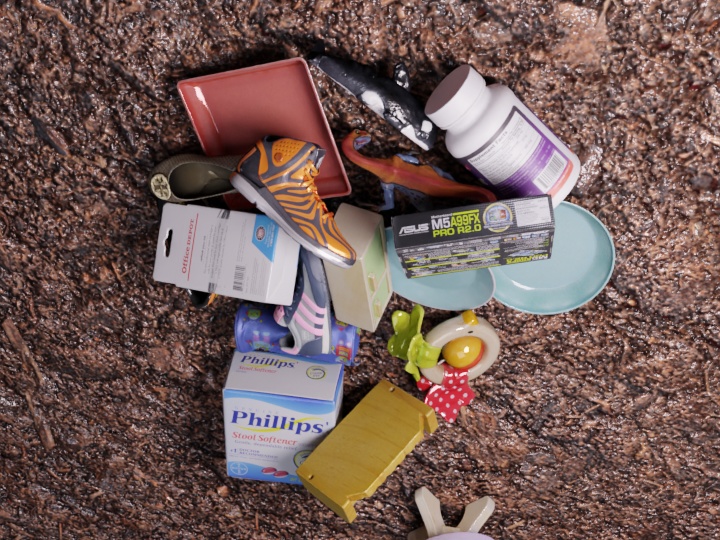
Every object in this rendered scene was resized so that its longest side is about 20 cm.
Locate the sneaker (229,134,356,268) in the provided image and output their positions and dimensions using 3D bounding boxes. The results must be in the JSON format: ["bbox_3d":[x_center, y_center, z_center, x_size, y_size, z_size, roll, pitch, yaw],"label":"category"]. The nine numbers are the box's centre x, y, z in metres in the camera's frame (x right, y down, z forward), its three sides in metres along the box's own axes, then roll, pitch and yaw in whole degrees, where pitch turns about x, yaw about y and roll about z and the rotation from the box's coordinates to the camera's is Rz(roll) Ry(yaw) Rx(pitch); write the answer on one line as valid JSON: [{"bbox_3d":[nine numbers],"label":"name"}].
[{"bbox_3d":[-0.064,-0.098,1.415,0.199,0.078,0.112,40,95,0],"label":"sneaker"}]

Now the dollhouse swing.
[{"bbox_3d":[0.031,0.309,1.719,0.181,0.200,0.177,25,154,49],"label":"dollhouse swing"}]

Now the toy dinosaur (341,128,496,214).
[{"bbox_3d":[0.067,-0.134,1.449,0.180,0.106,0.200,29,155,-17],"label":"toy dinosaur"}]

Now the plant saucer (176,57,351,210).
[{"bbox_3d":[-0.123,-0.185,1.481,0.197,0.037,0.202,-6,122,26],"label":"plant saucer"}]

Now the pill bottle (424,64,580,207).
[{"bbox_3d":[0.179,-0.167,1.422,0.200,0.112,0.111,40,123,-20],"label":"pill bottle"}]

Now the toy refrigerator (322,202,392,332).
[{"bbox_3d":[0.000,0.000,1.549,0.069,0.076,0.201,18,151,16],"label":"toy refrigerator"}]

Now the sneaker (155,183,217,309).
[{"bbox_3d":[-0.247,-0.037,1.602,0.069,0.090,0.202,-8,125,15],"label":"sneaker"}]

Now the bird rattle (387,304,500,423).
[{"bbox_3d":[0.136,0.137,1.662,0.162,0.113,0.200,-31,125,15],"label":"bird rattle"}]

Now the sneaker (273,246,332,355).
[{"bbox_3d":[-0.084,0.045,1.562,0.081,0.071,0.202,-6,127,-4],"label":"sneaker"}]

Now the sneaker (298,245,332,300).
[{"bbox_3d":[-0.067,-0.039,1.591,0.080,0.077,0.202,-5,129,-6],"label":"sneaker"}]

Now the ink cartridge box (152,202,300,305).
[{"bbox_3d":[-0.185,-0.025,1.532,0.198,0.068,0.118,10,90,29],"label":"ink cartridge box"}]

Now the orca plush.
[{"bbox_3d":[0.029,-0.241,1.423,0.199,0.105,0.071,37,97,1],"label":"orca plush"}]

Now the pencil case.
[{"bbox_3d":[-0.094,0.097,1.688,0.197,0.079,0.087,6,138,4],"label":"pencil case"}]

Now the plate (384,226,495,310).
[{"bbox_3d":[0.100,-0.009,1.578,0.198,0.026,0.201,16,149,10],"label":"plate"}]

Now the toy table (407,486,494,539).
[{"bbox_3d":[0.155,0.470,1.905,0.198,0.118,0.185,-20,122,23],"label":"toy table"}]

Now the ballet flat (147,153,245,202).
[{"bbox_3d":[-0.209,-0.124,1.506,0.198,0.046,0.068,-2,119,23],"label":"ballet flat"}]

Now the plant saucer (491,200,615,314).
[{"bbox_3d":[0.259,-0.026,1.564,0.197,0.036,0.202,5,128,6],"label":"plant saucer"}]

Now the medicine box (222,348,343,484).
[{"bbox_3d":[-0.123,0.239,1.784,0.180,0.103,0.202,6,128,5],"label":"medicine box"}]

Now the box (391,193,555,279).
[{"bbox_3d":[0.144,-0.040,1.403,0.197,0.045,0.160,-8,166,7],"label":"box"}]
